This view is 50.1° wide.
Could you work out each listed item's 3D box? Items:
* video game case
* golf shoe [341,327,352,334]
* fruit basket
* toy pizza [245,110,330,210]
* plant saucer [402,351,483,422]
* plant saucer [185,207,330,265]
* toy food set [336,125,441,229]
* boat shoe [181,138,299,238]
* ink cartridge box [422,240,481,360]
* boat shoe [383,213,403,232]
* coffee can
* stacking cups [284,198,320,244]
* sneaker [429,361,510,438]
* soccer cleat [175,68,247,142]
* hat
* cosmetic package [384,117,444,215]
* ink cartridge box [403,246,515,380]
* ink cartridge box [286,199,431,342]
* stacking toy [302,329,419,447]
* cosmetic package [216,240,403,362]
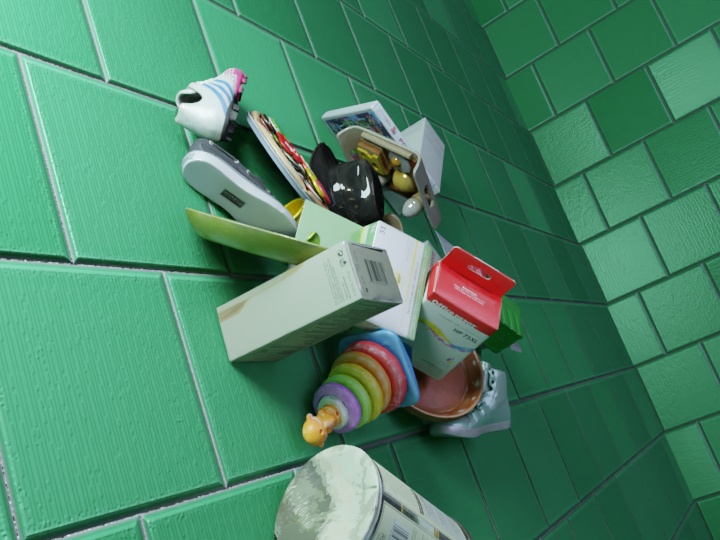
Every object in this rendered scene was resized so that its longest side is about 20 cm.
[{"bbox_3d":[0.030,-0.218,1.385,0.183,0.023,0.199,51,-17,-23],"label":"video game case"},{"bbox_3d":[0.012,0.009,1.134,0.199,0.078,0.098,-33,111,-41],"label":"golf shoe"},{"bbox_3d":[0.204,0.043,1.370,0.185,0.093,0.201,32,25,-47],"label":"fruit basket"},{"bbox_3d":[-0.100,-0.160,1.147,0.201,0.032,0.200,53,4,-5],"label":"toy pizza"},{"bbox_3d":[0.105,0.151,1.233,0.198,0.032,0.202,17,46,-18],"label":"plant saucer"},{"bbox_3d":[-0.120,-0.035,0.941,0.199,0.198,0.032,13,94,-58],"label":"plant saucer"},{"bbox_3d":[0.048,-0.158,1.335,0.199,0.060,0.144,31,-20,38],"label":"toy food set"},{"bbox_3d":[-0.156,-0.104,1.039,0.199,0.070,0.067,36,37,-31],"label":"boat shoe"},{"bbox_3d":[0.134,0.071,1.383,0.201,0.087,0.146,50,29,-21],"label":"ink cartridge box"},{"bbox_3d":[0.053,-0.041,1.345,0.072,0.065,0.201,31,38,-14],"label":"boat shoe"},{"bbox_3d":[0.021,0.309,0.872,0.200,0.145,0.148,44,31,-33],"label":"coffee can"},{"bbox_3d":[-0.052,-0.013,1.159,0.201,0.060,0.061,53,27,-27],"label":"stacking cups"},{"bbox_3d":[0.179,0.214,1.288,0.199,0.073,0.120,1,85,-48],"label":"sneaker"},{"bbox_3d":[-0.207,-0.242,1.068,0.085,0.071,0.201,17,28,-13],"label":"soccer cleat"},{"bbox_3d":[-0.005,-0.129,1.293,0.201,0.080,0.202,52,27,-41],"label":"hat"},{"bbox_3d":[0.106,-0.217,1.585,0.085,0.107,0.201,50,30,-25],"label":"cosmetic package"},{"bbox_3d":[0.128,0.067,1.145,0.115,0.200,0.068,29,44,-11],"label":"ink cartridge box"},{"bbox_3d":[0.000,0.000,1.066,0.198,0.048,0.148,25,67,-30],"label":"ink cartridge box"},{"bbox_3d":[-0.018,0.171,1.008,0.200,0.109,0.117,-37,108,-53],"label":"stacking toy"},{"bbox_3d":[-0.061,0.041,0.912,0.105,0.198,0.072,10,58,-60],"label":"cosmetic package"}]
